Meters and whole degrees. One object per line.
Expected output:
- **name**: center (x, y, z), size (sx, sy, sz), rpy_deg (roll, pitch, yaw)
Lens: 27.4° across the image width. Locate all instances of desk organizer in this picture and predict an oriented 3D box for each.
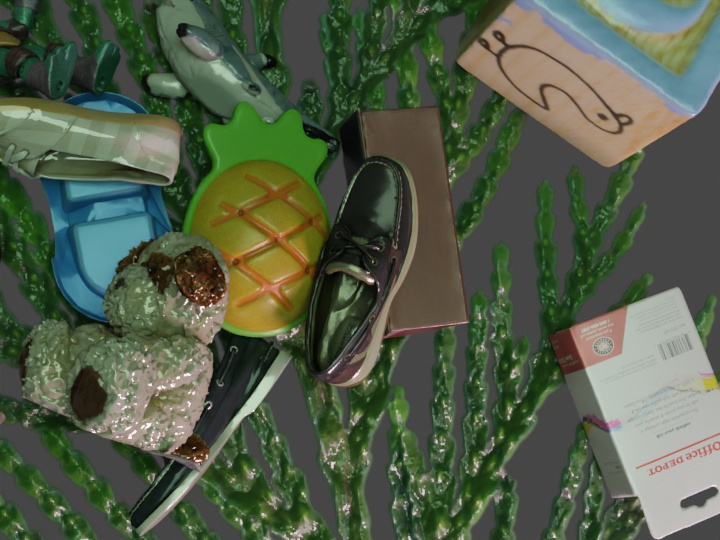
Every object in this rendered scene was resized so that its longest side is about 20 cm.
- **desk organizer**: center (0.038, -0.042, 1.314), size (0.077, 0.072, 0.201), rpy_deg (-6, 83, -15)

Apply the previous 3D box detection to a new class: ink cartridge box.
- **ink cartridge box**: center (0.265, 0.130, 1.335), size (0.116, 0.067, 0.201), rpy_deg (-19, 84, -13)

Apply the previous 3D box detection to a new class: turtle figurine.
- **turtle figurine**: center (-0.313, -0.201, 1.252), size (0.199, 0.101, 0.150), rpy_deg (24, 36, 18)

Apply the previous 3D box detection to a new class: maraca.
- **maraca**: center (-0.086, -0.043, 1.268), size (0.136, 0.107, 0.201), rpy_deg (7, 83, -26)

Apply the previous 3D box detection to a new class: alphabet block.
- **alphabet block**: center (0.229, -0.238, 1.316), size (0.195, 0.200, 0.197), rpy_deg (35, 76, -3)

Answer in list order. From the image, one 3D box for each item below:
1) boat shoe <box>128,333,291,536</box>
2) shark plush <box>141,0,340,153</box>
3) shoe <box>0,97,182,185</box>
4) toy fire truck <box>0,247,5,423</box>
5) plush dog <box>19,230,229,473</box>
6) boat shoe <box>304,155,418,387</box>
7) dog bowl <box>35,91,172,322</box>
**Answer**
- **boat shoe**: center (-0.142, 0.130, 1.250), size (0.066, 0.075, 0.200), rpy_deg (39, 76, -1)
- **shark plush**: center (-0.098, -0.177, 1.312), size (0.199, 0.091, 0.083), rpy_deg (28, 47, -1)
- **shoe**: center (-0.246, -0.103, 1.215), size (0.199, 0.070, 0.054), rpy_deg (3, 72, -12)
- **toy fire truck**: center (-0.353, 0.035, 1.207), size (0.176, 0.129, 0.200), rpy_deg (-43, 103, -15)
- **plush dog**: center (-0.158, 0.052, 1.165), size (0.160, 0.200, 0.173), rpy_deg (26, 82, -28)
- **boat shoe**: center (0.000, 0.000, 1.236), size (0.073, 0.065, 0.201), rpy_deg (10, 89, 16)
- **dog bowl**: center (-0.218, -0.051, 1.275), size (0.111, 0.050, 0.201), rpy_deg (-10, 83, -13)
